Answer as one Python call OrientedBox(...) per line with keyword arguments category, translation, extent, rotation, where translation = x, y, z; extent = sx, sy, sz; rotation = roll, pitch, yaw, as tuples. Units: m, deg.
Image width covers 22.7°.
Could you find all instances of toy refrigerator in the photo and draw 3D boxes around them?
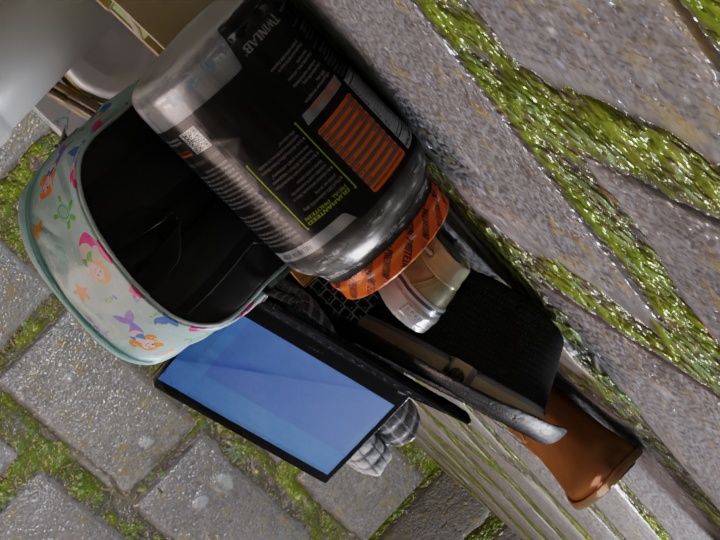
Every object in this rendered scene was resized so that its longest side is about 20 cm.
OrientedBox(category="toy refrigerator", translation=(-0.135, -0.187, 1.347), extent=(0.200, 0.070, 0.076), rotation=(44, 175, 5))

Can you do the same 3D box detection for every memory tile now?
OrientedBox(category="memory tile", translation=(-0.218, -0.128, 1.673), extent=(0.200, 0.017, 0.153), rotation=(32, 178, -40))

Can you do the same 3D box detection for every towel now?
OrientedBox(category="towel", translation=(-0.051, 0.075, 1.525), extent=(0.166, 0.086, 0.200), rotation=(45, 172, -28))

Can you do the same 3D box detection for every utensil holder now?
OrientedBox(category="utensil holder", translation=(-0.287, -0.229, 1.456), extent=(0.170, 0.200, 0.170), rotation=(43, 174, 6))

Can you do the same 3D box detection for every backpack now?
OrientedBox(category="backpack", translation=(-0.140, -0.035, 1.243), extent=(0.178, 0.150, 0.200), rotation=(51, -143, -12))

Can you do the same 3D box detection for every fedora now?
OrientedBox(category="fedora", translation=(0.081, 0.051, 1.362), extent=(0.200, 0.092, 0.201), rotation=(28, 176, 2))

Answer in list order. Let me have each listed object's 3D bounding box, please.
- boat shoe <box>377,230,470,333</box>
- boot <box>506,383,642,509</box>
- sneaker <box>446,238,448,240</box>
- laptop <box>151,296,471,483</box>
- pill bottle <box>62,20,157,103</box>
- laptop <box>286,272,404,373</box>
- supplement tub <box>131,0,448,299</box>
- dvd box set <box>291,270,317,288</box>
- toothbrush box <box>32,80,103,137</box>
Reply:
OrientedBox(category="boat shoe", translation=(0.031, -0.032, 1.320), extent=(0.072, 0.062, 0.200), rotation=(38, -163, -39))
OrientedBox(category="boot", translation=(0.158, 0.125, 1.561), extent=(0.155, 0.074, 0.200), rotation=(49, 171, -6))
OrientedBox(category="sneaker", translation=(0.020, -0.018, 1.446), extent=(0.200, 0.079, 0.074), rotation=(43, 173, -8))
OrientedBox(category="laptop", translation=(-0.043, 0.097, 1.355), extent=(0.177, 0.104, 0.200), rotation=(31, 175, -19))
OrientedBox(category="pill bottle", translation=(-0.231, -0.211, 1.657), extent=(0.111, 0.111, 0.200), rotation=(45, 175, -10))
OrientedBox(category="laptop", translation=(0.000, 0.000, 1.562), extent=(0.187, 0.200, 0.116), rotation=(44, 140, -3))
OrientedBox(category="supplement tub", translation=(-0.042, -0.083, 1.173), extent=(0.200, 0.123, 0.122), rotation=(46, 174, -16))
OrientedBox(category="dvd box set", translation=(-0.080, -0.088, 1.497), extent=(0.200, 0.029, 0.146), rotation=(50, -158, -1))
OrientedBox(category="toothbrush box", translation=(-0.297, -0.231, 1.804), extent=(0.200, 0.146, 0.085), rotation=(45, 175, 1))
